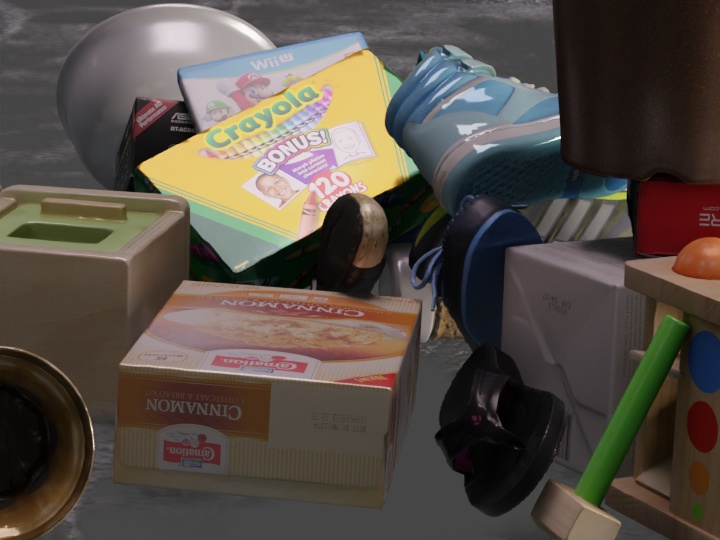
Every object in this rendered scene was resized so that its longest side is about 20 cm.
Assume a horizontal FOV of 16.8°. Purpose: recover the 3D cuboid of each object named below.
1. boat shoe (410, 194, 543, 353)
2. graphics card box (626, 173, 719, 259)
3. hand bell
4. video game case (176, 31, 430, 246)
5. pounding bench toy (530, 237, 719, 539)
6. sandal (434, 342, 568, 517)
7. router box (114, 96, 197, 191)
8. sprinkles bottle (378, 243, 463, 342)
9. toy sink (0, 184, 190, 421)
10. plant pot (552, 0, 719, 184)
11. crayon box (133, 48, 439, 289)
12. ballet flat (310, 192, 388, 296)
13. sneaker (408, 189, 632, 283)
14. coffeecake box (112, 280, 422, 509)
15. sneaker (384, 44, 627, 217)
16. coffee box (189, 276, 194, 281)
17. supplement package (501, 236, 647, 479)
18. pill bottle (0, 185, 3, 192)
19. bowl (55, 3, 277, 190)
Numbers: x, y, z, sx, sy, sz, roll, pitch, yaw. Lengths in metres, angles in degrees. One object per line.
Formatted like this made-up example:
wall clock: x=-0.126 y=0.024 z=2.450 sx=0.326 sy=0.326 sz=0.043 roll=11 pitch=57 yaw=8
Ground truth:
boat shoe: x=0.070 y=0.009 z=1.516 sx=0.084 sy=0.200 sz=0.069 roll=-39 pitch=63 yaw=-15
graphics card box: x=0.225 y=-0.045 z=1.473 sx=0.125 sy=0.051 sz=0.200 roll=2 pitch=11 yaw=5
hand bell: x=-0.206 y=0.088 z=1.339 sx=0.104 sy=0.105 sz=0.200 roll=-1 pitch=1 yaw=-11
video game case: x=-0.037 y=-0.085 z=1.733 sx=0.143 sy=0.018 sz=0.200 roll=-13 pitch=51 yaw=-12
pounding bench toy: x=0.188 y=0.065 z=1.291 sx=0.199 sy=0.157 sz=0.124 roll=-5 pitch=16 yaw=-28
sandal: x=0.065 y=0.084 z=1.358 sx=0.048 sy=0.075 sz=0.200 roll=30 pitch=4 yaw=-13
router box: x=-0.108 y=-0.076 z=1.868 sx=0.149 sy=0.062 sz=0.200 roll=5 pitch=-10 yaw=-9
sprinkles bottle: x=0.114 y=0.015 z=1.678 sx=0.199 sy=0.068 sz=0.068 roll=0 pitch=14 yaw=-10
toy sink: x=-0.181 y=0.011 z=1.554 sx=0.130 sy=0.112 sz=0.200 roll=5 pitch=14 yaw=11
plant pot: x=0.191 y=-0.158 z=1.403 sx=0.199 sy=0.199 sz=0.200 roll=1 pitch=13 yaw=0
crayon box: x=-0.039 y=-0.059 z=1.660 sx=0.200 sy=0.058 sz=0.119 roll=-30 pitch=57 yaw=-24
ballet flat: x=0.000 y=0.000 z=1.564 sx=0.057 sy=0.067 sz=0.200 roll=4 pitch=-21 yaw=-5
sneaker: x=0.129 y=-0.017 z=1.615 sx=0.199 sy=0.074 sz=0.081 roll=-9 pitch=49 yaw=-17
coffeecake box: x=-0.049 y=0.068 z=1.420 sx=0.153 sy=0.073 sz=0.200 roll=5 pitch=14 yaw=5
sneaker: x=0.105 y=-0.106 z=1.596 sx=0.200 sy=0.080 sz=0.131 roll=-11 pitch=44 yaw=-36
coffee box: x=-0.127 y=-0.004 z=1.771 sx=0.123 sy=0.044 sz=0.200 roll=3 pitch=13 yaw=0
supplement package: x=0.197 y=0.047 z=1.447 sx=0.199 sy=0.120 sz=0.121 roll=-5 pitch=13 yaw=-28
pill bottle: x=-0.308 y=-0.016 z=1.650 sx=0.112 sy=0.113 sz=0.200 roll=3 pitch=14 yaw=2
bowl: x=-0.153 y=-0.115 z=2.005 sx=0.200 sy=0.201 sz=0.091 roll=1 pitch=45 yaw=-5
